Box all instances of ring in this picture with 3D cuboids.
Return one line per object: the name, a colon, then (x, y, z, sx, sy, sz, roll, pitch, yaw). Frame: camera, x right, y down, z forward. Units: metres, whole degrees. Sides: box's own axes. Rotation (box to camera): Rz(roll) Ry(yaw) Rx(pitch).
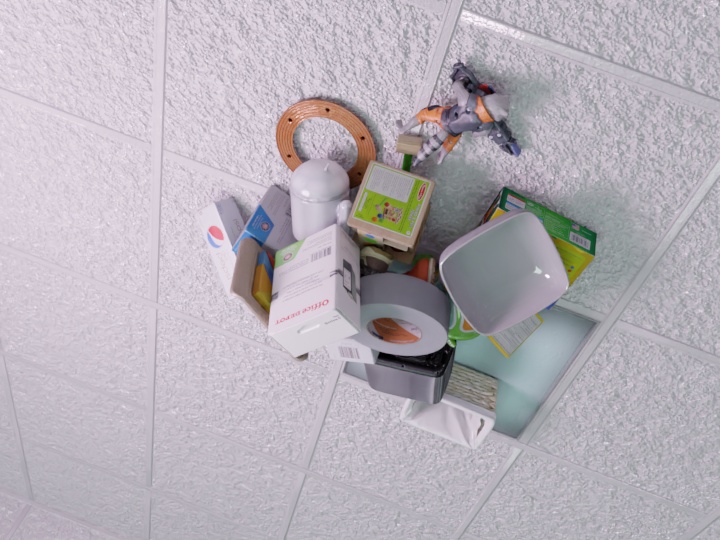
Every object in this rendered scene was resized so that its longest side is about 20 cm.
ring: (-0.065, -0.236, 1.450, 0.198, 0.019, 0.202, 11, 135, 11)

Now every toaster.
toaster: (0.120, 0.170, 1.647, 0.198, 0.182, 0.119, 11, 138, 13)

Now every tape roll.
tape roll: (0.068, 0.085, 1.426, 0.198, 0.067, 0.201, 10, 149, 6)

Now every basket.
basket: (0.209, 0.299, 1.770, 0.198, 0.124, 0.136, 22, 136, 2)

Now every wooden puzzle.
wooden puzzle: (-0.157, 0.049, 1.435, 0.037, 0.186, 0.200, -31, 120, 20)

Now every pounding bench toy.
pounding bench toy: (0.070, -0.135, 1.426, 0.123, 0.202, 0.156, 19, 168, 7)

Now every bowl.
bowl: (0.248, -0.003, 1.361, 0.199, 0.075, 0.200, -31, 116, 7)

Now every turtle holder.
turtle holder: (0.189, 0.043, 1.534, 0.139, 0.187, 0.132, -11, 141, -2)

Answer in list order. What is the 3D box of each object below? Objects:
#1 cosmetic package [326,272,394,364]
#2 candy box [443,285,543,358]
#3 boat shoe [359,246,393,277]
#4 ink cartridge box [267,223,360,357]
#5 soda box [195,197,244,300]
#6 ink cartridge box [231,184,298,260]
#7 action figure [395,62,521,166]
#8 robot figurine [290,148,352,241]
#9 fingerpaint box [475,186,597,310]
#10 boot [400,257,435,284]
cosmetic package: (0.006, 0.093, 1.601, 0.100, 0.201, 0.072, 3, 133, 19)
candy box: (0.254, 0.065, 1.454, 0.102, 0.026, 0.200, -43, 112, 1)
boat shoe: (0.000, 0.000, 1.482, 0.073, 0.065, 0.200, 28, 164, -10)
ink cartridge box: (-0.080, 0.036, 1.375, 0.145, 0.201, 0.084, -23, 133, 23)
soda box: (-0.272, -0.046, 1.618, 0.068, 0.063, 0.202, -21, 91, 36)
ink cartridge box: (-0.138, -0.055, 1.558, 0.199, 0.146, 0.084, 33, 137, -11)
action figure: (0.182, -0.234, 1.296, 0.200, 0.105, 0.193, 43, 139, -20)
robot figurine: (-0.076, -0.125, 1.455, 0.169, 0.113, 0.202, 29, 133, 36)
fingerpaint box: (0.313, -0.039, 1.444, 0.199, 0.074, 0.167, 26, 135, -2)
boot: (0.078, 0.037, 1.475, 0.106, 0.076, 0.201, 17, 140, -9)
